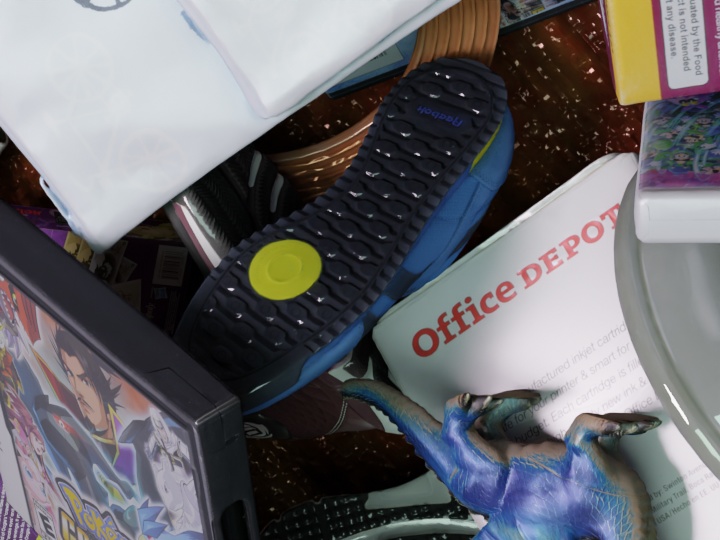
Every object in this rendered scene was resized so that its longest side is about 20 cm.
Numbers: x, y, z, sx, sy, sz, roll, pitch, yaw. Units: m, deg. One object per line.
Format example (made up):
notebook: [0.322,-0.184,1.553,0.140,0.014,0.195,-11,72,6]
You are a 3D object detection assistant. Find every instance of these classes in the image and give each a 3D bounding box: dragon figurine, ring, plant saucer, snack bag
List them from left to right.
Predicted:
snack bag: [-0.085,-0.127,0.712,0.199,0.021,0.189,-33,110,13]
ring: [-0.039,-0.100,0.788,0.198,0.019,0.201,-8,137,-7]
dragon figurine: [0.064,0.101,0.750,0.198,0.059,0.100,10,92,24]
plant saucer: [0.193,0.019,0.747,0.200,0.201,0.050,40,135,-6]

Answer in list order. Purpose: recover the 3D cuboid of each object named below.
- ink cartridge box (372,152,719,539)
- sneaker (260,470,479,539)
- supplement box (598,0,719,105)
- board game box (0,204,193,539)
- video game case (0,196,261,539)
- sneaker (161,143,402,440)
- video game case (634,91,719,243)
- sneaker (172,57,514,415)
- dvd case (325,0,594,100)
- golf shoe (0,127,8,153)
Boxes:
ink cartridge box: [0.119,0.071,0.805,0.146,0.084,0.201,-34,74,19]
sneaker: [0.046,0.127,0.902,0.198,0.080,0.074,-12,71,3]
supplement box: [0.184,-0.155,0.707,0.198,0.104,0.132,-7,126,7]
board game box: [-0.156,0.066,0.908,0.119,0.032,0.202,4,114,-21]
video game case: [-0.106,0.078,0.777,0.200,0.025,0.182,35,142,40]
sneaker: [-0.063,0.023,0.848,0.115,0.076,0.200,-19,130,27]
video game case: [0.210,-0.057,0.724,0.198,0.182,0.024,0,116,11]
sneaker: [0.000,0.000,0.774,0.066,0.200,0.079,28,150,25]
dvd case: [0.008,-0.166,0.765,0.142,0.018,0.200,-19,132,17]
golf shoe: [-0.212,-0.037,0.880,0.096,0.078,0.202,-4,112,7]
